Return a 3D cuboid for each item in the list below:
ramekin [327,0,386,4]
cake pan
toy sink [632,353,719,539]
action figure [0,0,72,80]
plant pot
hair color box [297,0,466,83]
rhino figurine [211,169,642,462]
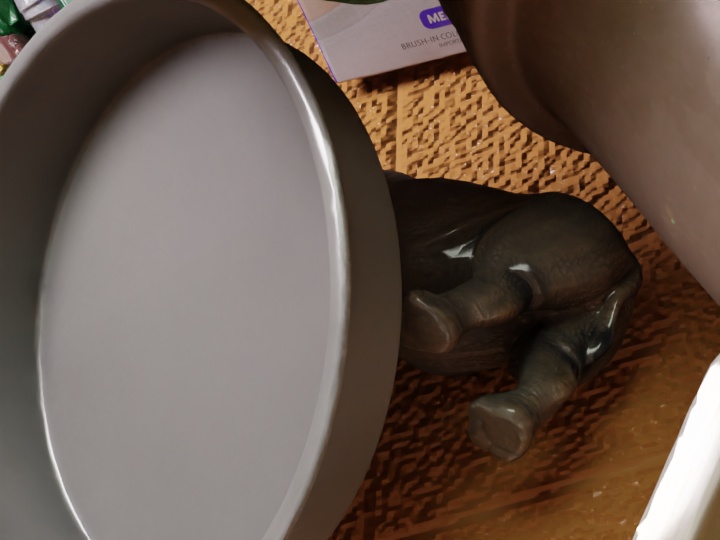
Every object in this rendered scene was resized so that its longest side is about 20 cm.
[{"bbox_3d":[-0.018,-0.168,0.805,0.200,0.097,0.201,-169,90,-69],"label":"ramekin"},{"bbox_3d":[-0.057,0.014,0.866,0.200,0.037,0.201,-8,79,48],"label":"cake pan"},{"bbox_3d":[0.141,0.108,0.564,0.112,0.200,0.131,21,87,45],"label":"toy sink"},{"bbox_3d":[-0.140,-0.086,1.051,0.118,0.055,0.200,-44,66,11],"label":"action figure"},{"bbox_3d":[0.136,-0.061,0.810,0.200,0.200,0.175,-25,55,6],"label":"plant pot"},{"bbox_3d":[0.008,-0.165,0.971,0.109,0.200,0.065,-12,35,20],"label":"hair color box"},{"bbox_3d":[0.000,0.000,0.908,0.200,0.060,0.087,14,38,42],"label":"rhino figurine"}]
